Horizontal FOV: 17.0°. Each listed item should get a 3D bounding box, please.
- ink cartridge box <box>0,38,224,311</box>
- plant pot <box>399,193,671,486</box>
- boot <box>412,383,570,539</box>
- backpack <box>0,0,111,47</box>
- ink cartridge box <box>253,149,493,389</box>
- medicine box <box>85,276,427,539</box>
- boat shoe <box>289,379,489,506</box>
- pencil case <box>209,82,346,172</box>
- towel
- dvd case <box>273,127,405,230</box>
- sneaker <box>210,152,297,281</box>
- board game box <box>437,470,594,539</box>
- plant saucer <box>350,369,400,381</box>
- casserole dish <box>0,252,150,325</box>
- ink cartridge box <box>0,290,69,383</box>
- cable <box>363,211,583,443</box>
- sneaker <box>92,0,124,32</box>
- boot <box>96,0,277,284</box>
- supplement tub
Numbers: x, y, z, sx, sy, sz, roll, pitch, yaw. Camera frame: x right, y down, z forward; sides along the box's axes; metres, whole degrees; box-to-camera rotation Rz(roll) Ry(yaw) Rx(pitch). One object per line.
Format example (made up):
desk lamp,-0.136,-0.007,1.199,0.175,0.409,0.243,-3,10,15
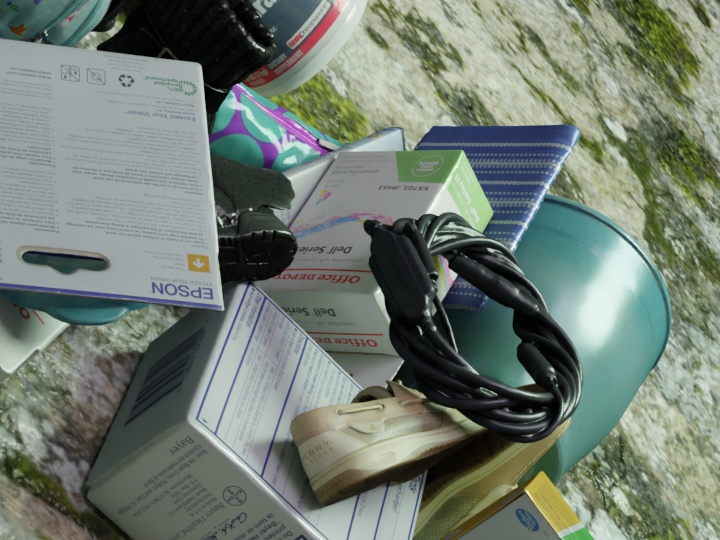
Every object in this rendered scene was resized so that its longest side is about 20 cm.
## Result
ink cartridge box,-0.188,-0.054,1.469,0.196,0.043,0.200,6,52,-18
plant pot,0.115,0.074,1.831,0.200,0.200,0.188,47,41,-13
boot,0.105,0.188,1.733,0.155,0.200,0.073,43,11,-22
backpack,-0.253,-0.224,1.641,0.150,0.200,0.178,24,39,-44
ink cartridge box,0.000,0.000,1.760,0.200,0.117,0.067,-59,135,-37
medicine box,-0.063,0.139,1.624,0.200,0.103,0.182,45,28,-16
boat shoe,0.025,0.103,1.614,0.200,0.071,0.065,-11,68,-59
pencil case,-0.088,-0.106,1.882,0.200,0.092,0.085,34,32,-32
towel,0.074,-0.041,1.842,0.200,0.145,0.024,-59,134,-35
dvd case,-0.016,-0.019,1.857,0.200,0.018,0.143,-27,113,-53
sneaker,-0.119,-0.041,1.643,0.200,0.060,0.104,6,33,-37
board game box,0.087,0.250,1.625,0.153,0.200,0.040,54,27,-1
plant saucer,0.046,0.123,1.892,0.200,0.032,0.200,37,32,-28
casserole dish,-0.185,-0.055,1.525,0.121,0.039,0.200,1,51,-24
ink cartridge box,-0.238,0.003,1.543,0.115,0.068,0.200,50,27,-5
cable,0.084,0.043,1.664,0.163,0.051,0.200,13,39,-47
sneaker,-0.192,-0.220,1.763,0.091,0.200,0.066,55,48,-25
boot,-0.115,-0.108,1.751,0.211,0.158,0.079,55,9,5
supplement tub,-0.104,-0.251,1.972,0.200,0.140,0.140,40,30,-24
